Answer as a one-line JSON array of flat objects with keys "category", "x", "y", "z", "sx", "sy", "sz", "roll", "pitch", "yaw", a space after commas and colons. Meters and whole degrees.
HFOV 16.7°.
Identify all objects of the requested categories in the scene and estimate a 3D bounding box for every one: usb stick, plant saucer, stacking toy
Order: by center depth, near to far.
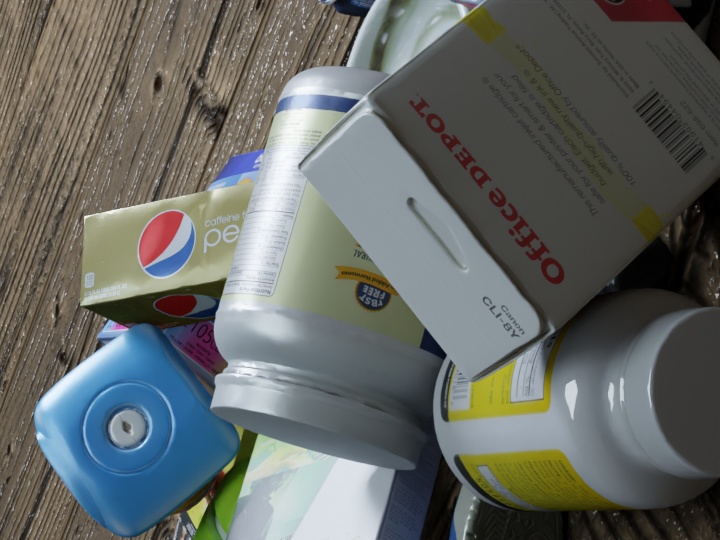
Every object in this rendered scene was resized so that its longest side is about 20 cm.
[{"category": "usb stick", "x": 0.108, "y": 0.011, "z": 1.395, "sx": 0.033, "sy": 0.055, "sz": 0.200, "roll": 57, "pitch": 155, "yaw": -9}, {"category": "plant saucer", "x": 0.044, "y": -0.094, "z": 1.563, "sx": 0.200, "sy": 0.050, "sz": 0.201, "roll": -172, "pitch": 90, "yaw": -66}, {"category": "stacking toy", "x": -0.133, "y": 0.124, "z": 1.653, "sx": 0.116, "sy": 0.110, "sz": 0.200, "roll": 51, "pitch": 178, "yaw": 16}]

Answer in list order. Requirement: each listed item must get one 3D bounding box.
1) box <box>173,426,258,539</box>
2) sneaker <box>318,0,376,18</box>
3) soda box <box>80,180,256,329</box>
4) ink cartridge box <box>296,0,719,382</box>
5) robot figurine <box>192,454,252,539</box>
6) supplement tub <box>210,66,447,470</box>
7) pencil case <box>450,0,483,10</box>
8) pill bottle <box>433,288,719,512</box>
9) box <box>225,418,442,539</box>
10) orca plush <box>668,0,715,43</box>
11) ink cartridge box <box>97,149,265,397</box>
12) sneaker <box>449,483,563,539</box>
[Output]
[{"category": "box", "x": -0.085, "y": 0.144, "z": 1.760, "sx": 0.075, "sy": 0.050, "sz": 0.201, "roll": -130, "pitch": 54, "yaw": -61}, {"category": "sneaker", "x": 0.025, "y": -0.226, "z": 1.623, "sx": 0.200, "sy": 0.070, "sz": 0.109, "roll": 168, "pitch": 114, "yaw": -71}, {"category": "soda box", "x": -0.078, "y": -0.012, "z": 1.551, "sx": 0.199, "sy": 0.068, "sz": 0.064, "roll": -11, "pitch": 68, "yaw": 30}, {"category": "ink cartridge box", "x": 0.088, "y": -0.062, "z": 1.233, "sx": 0.145, "sy": 0.200, "sz": 0.083, "roll": 50, "pitch": 144, "yaw": 0}, {"category": "robot figurine", "x": -0.058, "y": 0.202, "z": 1.606, "sx": 0.176, "sy": 0.115, "sz": 0.201, "roll": -100, "pitch": 29, "yaw": -59}, {"category": "supplement tub", "x": 0.000, "y": 0.000, "z": 1.394, "sx": 0.145, "sy": 0.144, "sz": 0.201, "roll": -7, "pitch": 66, "yaw": 64}, {"category": "pencil case", "x": 0.104, "y": -0.245, "z": 1.449, "sx": 0.090, "sy": 0.083, "sz": 0.201, "roll": 15, "pitch": 96, "yaw": 34}, {"category": "pill bottle", "x": 0.128, "y": 0.068, "z": 1.257, "sx": 0.200, "sy": 0.111, "sz": 0.112, "roll": -12, "pitch": 71, "yaw": 64}, {"category": "box", "x": -0.027, "y": 0.169, "z": 1.445, "sx": 0.144, "sy": 0.036, "sz": 0.201, "roll": -21, "pitch": 40, "yaw": 41}, {"category": "orca plush", "x": 0.127, "y": -0.106, "z": 1.363, "sx": 0.200, "sy": 0.071, "sz": 0.106, "roll": -56, "pitch": 35, "yaw": 43}, {"category": "ink cartridge box", "x": -0.082, "y": -0.011, "z": 1.706, "sx": 0.200, "sy": 0.076, "sz": 0.136, "roll": -53, "pitch": 16, "yaw": -16}, {"category": "sneaker", "x": 0.054, "y": 0.193, "z": 1.413, "sx": 0.111, "sy": 0.076, "sz": 0.201, "roll": 4, "pitch": 92, "yaw": 56}]
